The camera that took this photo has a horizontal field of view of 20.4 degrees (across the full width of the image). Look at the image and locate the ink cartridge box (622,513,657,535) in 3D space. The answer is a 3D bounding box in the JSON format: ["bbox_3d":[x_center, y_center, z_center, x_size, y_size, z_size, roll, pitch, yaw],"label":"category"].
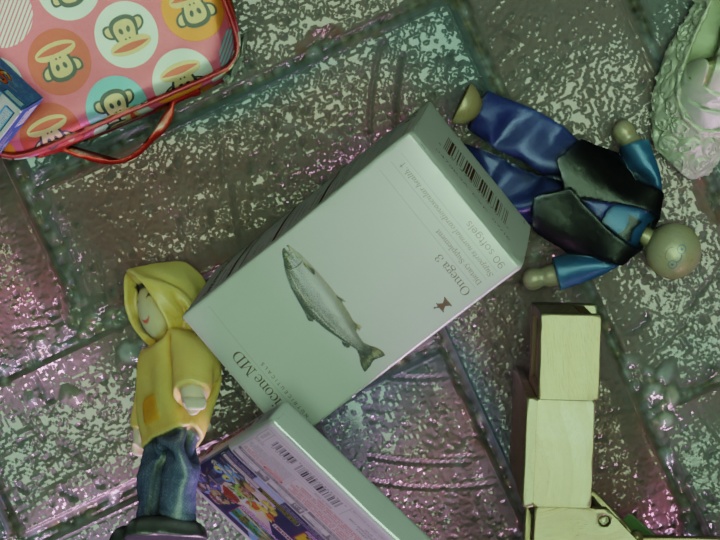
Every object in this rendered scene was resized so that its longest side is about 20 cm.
[{"bbox_3d":[0.179,0.292,1.391,0.200,0.048,0.145,-49,55,0],"label":"ink cartridge box"}]

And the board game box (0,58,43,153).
[{"bbox_3d":[-0.319,-0.087,1.326,0.135,0.034,0.200,42,117,-1],"label":"board game box"}]

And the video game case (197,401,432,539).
[{"bbox_3d":[-0.017,0.181,1.348,0.200,0.182,0.023,44,61,-6],"label":"video game case"}]

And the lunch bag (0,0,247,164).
[{"bbox_3d":[-0.181,-0.160,1.350,0.199,0.082,0.177,-21,96,-2],"label":"lunch bag"}]

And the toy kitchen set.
[{"bbox_3d":[0.194,0.123,1.351,0.180,0.163,0.201,1,95,0],"label":"toy kitchen set"}]

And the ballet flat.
[{"bbox_3d":[0.253,-0.162,1.388,0.071,0.072,0.201,17,94,-5],"label":"ballet flat"}]

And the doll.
[{"bbox_3d":[0.146,-0.049,1.397,0.199,0.048,0.137,26,94,-2],"label":"doll"}]

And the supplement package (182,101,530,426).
[{"bbox_3d":[0.000,0.000,1.337,0.200,0.117,0.117,-39,97,15],"label":"supplement package"}]

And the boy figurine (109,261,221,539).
[{"bbox_3d":[-0.131,0.087,1.358,0.064,0.124,0.201,6,75,-22],"label":"boy figurine"}]
